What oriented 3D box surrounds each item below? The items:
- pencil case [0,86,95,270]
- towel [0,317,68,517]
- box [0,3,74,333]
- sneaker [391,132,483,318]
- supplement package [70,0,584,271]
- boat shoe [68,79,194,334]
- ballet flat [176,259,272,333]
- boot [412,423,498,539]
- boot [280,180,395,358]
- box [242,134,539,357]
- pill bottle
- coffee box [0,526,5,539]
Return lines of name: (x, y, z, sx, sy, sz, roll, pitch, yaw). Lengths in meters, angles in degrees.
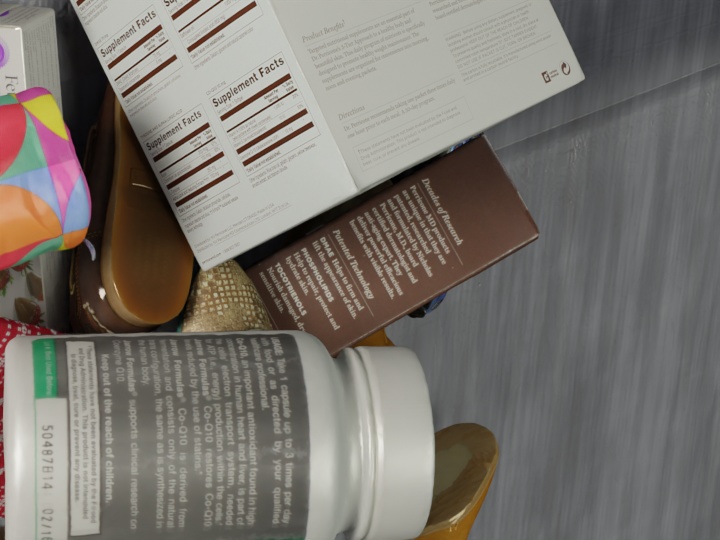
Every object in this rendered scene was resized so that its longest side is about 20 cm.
pencil case: (-0.219, -0.020, 0.751, 0.199, 0.088, 0.089, -20, 121, -27)
towel: (-0.186, 0.080, 0.863, 0.144, 0.023, 0.199, -42, 148, 21)
box: (-0.178, -0.037, 0.860, 0.041, 0.038, 0.202, -56, 149, -62)
sneaker: (0.054, -0.064, 1.120, 0.078, 0.075, 0.202, -12, 116, -52)
supplement package: (-0.025, -0.140, 0.864, 0.191, 0.147, 0.201, -28, 93, -41)
boat shoe: (-0.122, -0.056, 0.898, 0.070, 0.070, 0.202, 26, 61, -28)
ballet flat: (-0.062, 0.094, 0.886, 0.070, 0.065, 0.202, -9, 102, -49)
boot: (0.046, 0.225, 1.234, 0.202, 0.070, 0.144, -51, 145, -20)
boot: (-0.004, 0.039, 1.103, 0.144, 0.070, 0.203, 23, 91, -58)
box: (0.000, 0.000, 0.976, 0.199, 0.100, 0.075, -28, 91, -4)
pill bottle: (-0.071, 0.086, 0.789, 0.198, 0.113, 0.114, -1, 110, -13)
coffee box: (-0.139, 0.198, 0.954, 0.199, 0.114, 0.081, -1, 105, -52)
